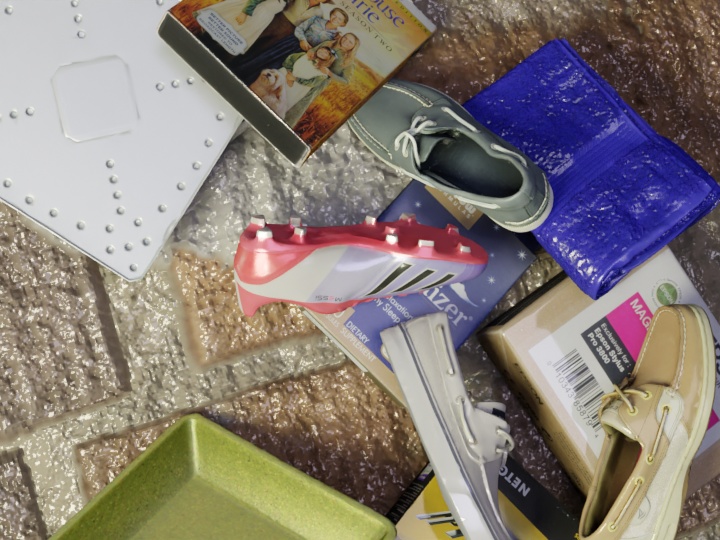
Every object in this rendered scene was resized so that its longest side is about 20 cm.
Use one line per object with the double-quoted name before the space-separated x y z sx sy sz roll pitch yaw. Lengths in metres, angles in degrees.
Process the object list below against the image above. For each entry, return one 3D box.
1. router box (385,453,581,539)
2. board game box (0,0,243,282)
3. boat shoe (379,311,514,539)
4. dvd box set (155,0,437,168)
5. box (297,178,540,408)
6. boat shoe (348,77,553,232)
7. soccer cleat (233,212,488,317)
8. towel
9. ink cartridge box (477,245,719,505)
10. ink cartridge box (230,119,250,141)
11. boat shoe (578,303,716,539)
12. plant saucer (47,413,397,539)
"router box" 0.108 0.246 0.890 0.200 0.052 0.158 41 79 -5
"board game box" -0.198 -0.126 0.840 0.199 0.026 0.201 33 80 -8
"boat shoe" 0.081 0.124 0.840 0.069 0.071 0.202 -22 68 -2
"dvd box set" -0.042 -0.186 0.867 0.146 0.029 0.200 44 50 -2
"box" 0.058 -0.003 0.917 0.121 0.032 0.200 43 77 -4
"boat shoe" 0.062 -0.101 0.874 0.199 0.062 0.073 36 94 23
"soccer cleat" 0.000 0.000 0.865 0.197 0.067 0.077 2 114 -14
"towel" 0.175 -0.091 0.899 0.147 0.050 0.200 -35 67 -16
"ink cartridge box" 0.219 0.088 0.917 0.164 0.075 0.201 -34 90 -11
"ink cartridge box" -0.154 -0.190 0.888 0.200 0.041 0.200 -40 93 -12
"boat shoe" 0.212 0.118 0.836 0.066 0.074 0.203 15 82 -15
"plant saucer" -0.105 0.214 0.788 0.198 0.048 0.200 24 42 22
